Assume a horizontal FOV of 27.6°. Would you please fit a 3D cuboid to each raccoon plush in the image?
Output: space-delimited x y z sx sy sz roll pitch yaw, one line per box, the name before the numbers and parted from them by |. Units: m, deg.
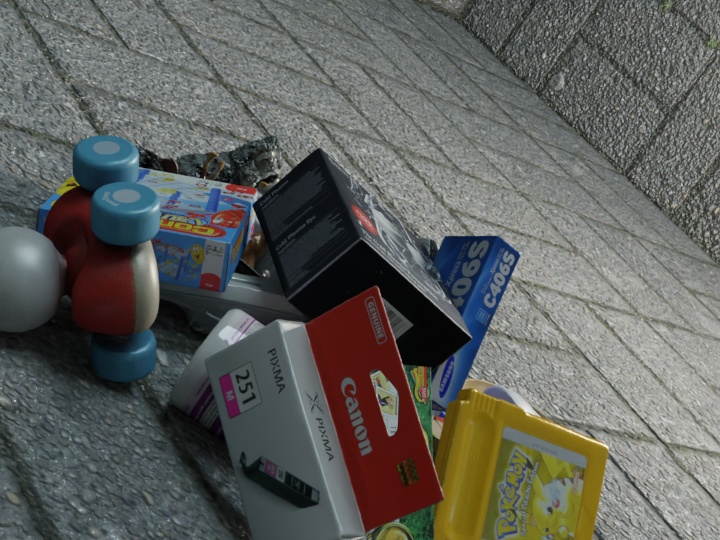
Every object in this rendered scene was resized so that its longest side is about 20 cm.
raccoon plush | -0.190 -0.137 1.807 0.200 0.134 0.097 27 21 -24

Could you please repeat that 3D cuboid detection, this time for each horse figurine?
horse figurine | -0.163 -0.058 1.717 0.200 0.133 0.050 30 8 22

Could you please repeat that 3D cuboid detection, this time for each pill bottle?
pill bottle | -0.070 0.134 1.389 0.200 0.112 0.112 35 19 1

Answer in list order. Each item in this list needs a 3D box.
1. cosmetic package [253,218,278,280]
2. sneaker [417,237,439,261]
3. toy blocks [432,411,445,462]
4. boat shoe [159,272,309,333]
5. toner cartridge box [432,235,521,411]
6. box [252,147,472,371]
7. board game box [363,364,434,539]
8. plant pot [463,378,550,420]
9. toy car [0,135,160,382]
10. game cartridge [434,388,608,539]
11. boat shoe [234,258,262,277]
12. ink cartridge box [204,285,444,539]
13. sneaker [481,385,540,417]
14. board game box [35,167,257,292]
cosmetic package | -0.071 0.013 1.746 0.200 0.074 0.102 43 20 25
sneaker | 0.057 0.060 1.719 0.074 0.200 0.087 10 -8 25
toy blocks | 0.109 0.205 1.582 0.200 0.100 0.137 29 8 -20
boat shoe | -0.150 0.036 1.548 0.200 0.069 0.072 10 16 -17
toner cartridge box | 0.097 0.056 1.628 0.043 0.200 0.095 36 -20 -30
box | 0.000 0.000 1.568 0.200 0.104 0.182 42 14 -36
board game box | 0.017 0.181 1.335 0.105 0.023 0.200 8 72 -29
plant pot | 0.195 0.208 1.795 0.200 0.027 0.200 31 18 -11
toy car | -0.293 -0.005 1.336 0.200 0.184 0.177 -6 35 -19
game cartridge | 0.158 0.230 1.487 0.200 0.176 0.032 24 -20 -30
boat shoe | -0.088 0.052 1.625 0.199 0.068 0.074 39 19 13
ink cartridge box | -0.035 0.134 1.248 0.044 0.174 0.200 9 58 -53
sneaker | 0.211 0.218 1.676 0.088 0.075 0.200 11 47 -58
board game box | -0.222 -0.052 1.557 0.200 0.056 0.196 10 20 0
